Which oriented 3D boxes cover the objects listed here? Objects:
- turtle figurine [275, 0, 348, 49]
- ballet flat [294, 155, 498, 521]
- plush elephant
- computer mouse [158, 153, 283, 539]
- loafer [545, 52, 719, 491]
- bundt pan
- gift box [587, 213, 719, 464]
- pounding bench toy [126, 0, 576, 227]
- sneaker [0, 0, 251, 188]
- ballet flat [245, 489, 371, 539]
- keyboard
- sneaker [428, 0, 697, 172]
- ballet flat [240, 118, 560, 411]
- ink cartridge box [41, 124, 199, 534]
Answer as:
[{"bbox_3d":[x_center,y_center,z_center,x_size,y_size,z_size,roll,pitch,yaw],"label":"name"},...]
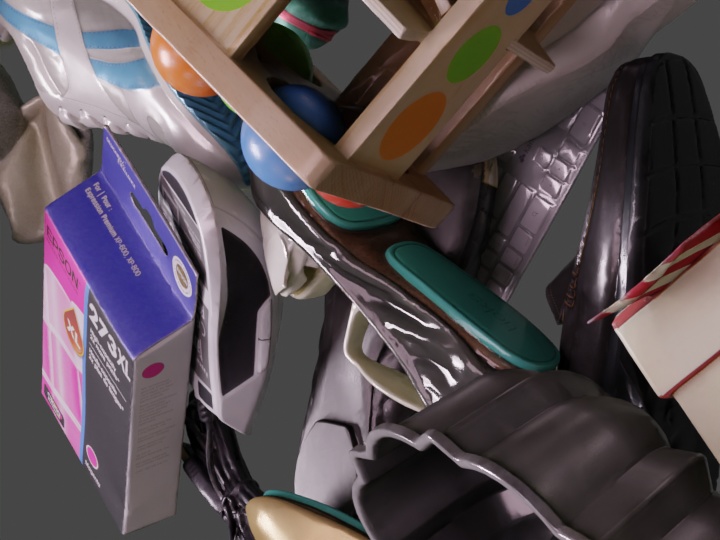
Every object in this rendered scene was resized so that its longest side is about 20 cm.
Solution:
[{"bbox_3d":[0.007,-0.164,1.028,0.150,0.101,0.200,27,102,28],"label":"turtle figurine"},{"bbox_3d":[0.018,0.026,1.057,0.066,0.057,0.200,24,103,33],"label":"ballet flat"},{"bbox_3d":[-0.228,-0.056,1.184,0.165,0.200,0.155,18,81,33],"label":"plush elephant"},{"bbox_3d":[-0.056,0.034,1.072,0.110,0.044,0.200,-125,27,-48],"label":"computer mouse"},{"bbox_3d":[0.106,0.009,0.981,0.072,0.073,0.200,8,97,41],"label":"loafer"},{"bbox_3d":[0.090,0.117,0.896,0.202,0.076,0.202,41,157,22],"label":"bundt pan"},{"bbox_3d":[0.204,0.027,0.837,0.200,0.184,0.187,-40,72,26],"label":"gift box"},{"bbox_3d":[-0.019,-0.133,0.920,0.200,0.124,0.156,46,102,22],"label":"pounding bench toy"},{"bbox_3d":[-0.103,-0.096,1.134,0.200,0.076,0.081,46,127,32],"label":"sneaker"},{"bbox_3d":[0.032,0.158,1.005,0.200,0.069,0.063,23,68,9],"label":"ballet flat"},{"bbox_3d":[0.052,-0.016,1.055,0.056,0.011,0.200,40,116,28],"label":"keyboard"},{"bbox_3d":[0.081,-0.122,0.980,0.200,0.075,0.089,-39,76,17],"label":"sneaker"},{"bbox_3d":[0.000,0.000,0.999,0.200,0.068,0.068,50,121,26],"label":"ballet flat"},{"bbox_3d":[-0.114,0.032,1.104,0.095,0.037,0.200,57,153,29],"label":"ink cartridge box"}]
